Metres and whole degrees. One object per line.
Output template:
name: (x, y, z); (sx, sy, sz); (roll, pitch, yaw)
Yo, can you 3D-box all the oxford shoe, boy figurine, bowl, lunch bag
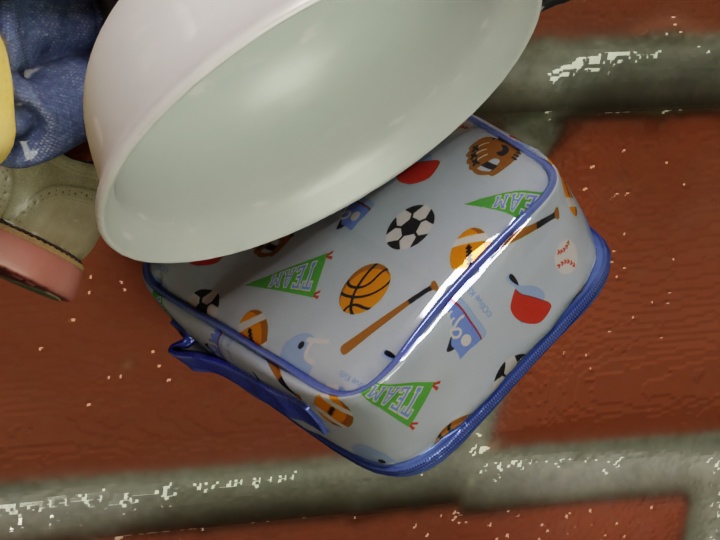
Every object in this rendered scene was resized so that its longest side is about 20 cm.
oxford shoe: (-0.189, -0.061, 1.226); (0.200, 0.070, 0.075); (33, 79, -38)
boy figurine: (-0.176, -0.065, 1.155); (0.199, 0.064, 0.125); (-17, 96, -39)
bowl: (-0.034, -0.096, 1.149); (0.200, 0.091, 0.201); (-27, 159, -11)
lunch bag: (0.000, 0.000, 1.259); (0.160, 0.200, 0.076); (-48, 128, -11)

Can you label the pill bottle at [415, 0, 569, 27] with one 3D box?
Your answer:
pill bottle: (0.095, -0.176, 1.264); (0.199, 0.106, 0.107); (-22, 123, -14)
